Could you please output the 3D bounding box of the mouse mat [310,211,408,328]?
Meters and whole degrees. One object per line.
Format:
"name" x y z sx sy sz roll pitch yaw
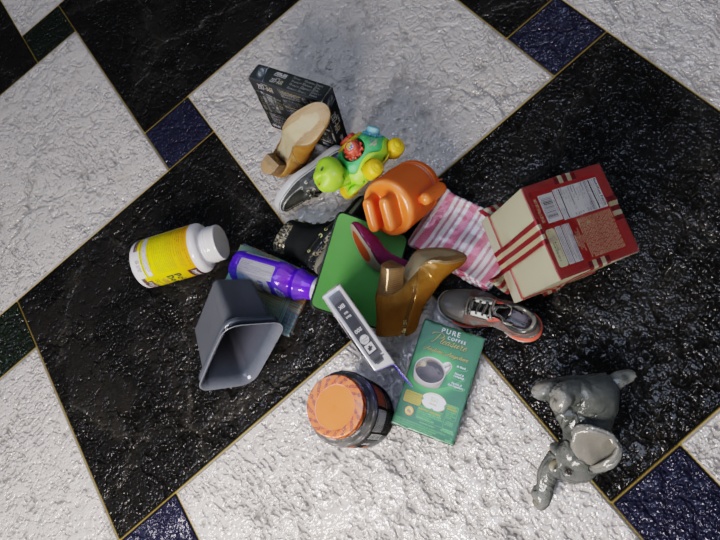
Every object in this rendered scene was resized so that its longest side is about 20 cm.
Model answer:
"mouse mat" 0.000 0.000 1.049 0.159 0.008 0.203 19 80 -12

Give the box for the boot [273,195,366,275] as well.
"boot" -0.079 -0.092 1.119 0.152 0.074 0.205 21 67 31

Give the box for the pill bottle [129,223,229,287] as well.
"pill bottle" -0.395 -0.037 1.169 0.197 0.109 0.111 -15 68 11

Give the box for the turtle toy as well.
"turtle toy" -0.011 -0.217 1.069 0.101 0.145 0.200 48 60 -9

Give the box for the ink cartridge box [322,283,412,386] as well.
"ink cartridge box" 0.009 0.121 0.925 0.043 0.198 0.201 -36 85 -4

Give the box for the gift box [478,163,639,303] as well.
"gift box" 0.315 -0.059 0.914 0.197 0.187 0.188 -13 77 -12

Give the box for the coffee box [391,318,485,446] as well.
"coffee box" 0.145 0.203 0.972 0.121 0.044 0.203 15 77 19

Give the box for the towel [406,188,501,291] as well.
"towel" 0.207 -0.067 1.053 0.199 0.030 0.147 32 82 23

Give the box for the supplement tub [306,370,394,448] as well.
"supplement tub" -0.016 0.243 0.919 0.120 0.200 0.125 -5 70 14

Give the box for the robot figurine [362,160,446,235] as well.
"robot figurine" 0.082 -0.146 1.044 0.117 0.144 0.200 45 46 5

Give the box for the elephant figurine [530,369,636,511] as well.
"elephant figurine" 0.359 0.276 0.858 0.140 0.155 0.204 -2 78 -31

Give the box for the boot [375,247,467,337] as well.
"boot" 0.110 0.042 0.985 0.199 0.146 0.071 -13 28 -30

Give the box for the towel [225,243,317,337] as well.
"towel" -0.204 0.041 1.138 0.197 0.022 0.149 21 80 19

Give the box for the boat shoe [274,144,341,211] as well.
"boat shoe" -0.102 -0.194 1.163 0.200 0.069 0.057 -42 67 -3

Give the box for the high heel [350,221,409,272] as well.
"high heel" 0.065 -0.030 1.033 0.096 0.067 0.201 -38 98 -16

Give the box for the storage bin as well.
"storage bin" -0.246 0.117 1.047 0.201 0.144 0.135 -57 48 36

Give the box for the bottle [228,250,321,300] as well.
"bottle" -0.169 0.016 1.082 0.197 0.084 0.066 15 69 17

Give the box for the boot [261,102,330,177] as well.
"boot" -0.122 -0.278 1.135 0.201 0.144 0.071 -41 90 21

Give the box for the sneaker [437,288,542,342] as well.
"sneaker" 0.235 0.070 0.970 0.197 0.082 0.078 13 76 19

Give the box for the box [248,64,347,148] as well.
"box" -0.135 -0.358 1.174 0.198 0.161 0.044 24 71 22
